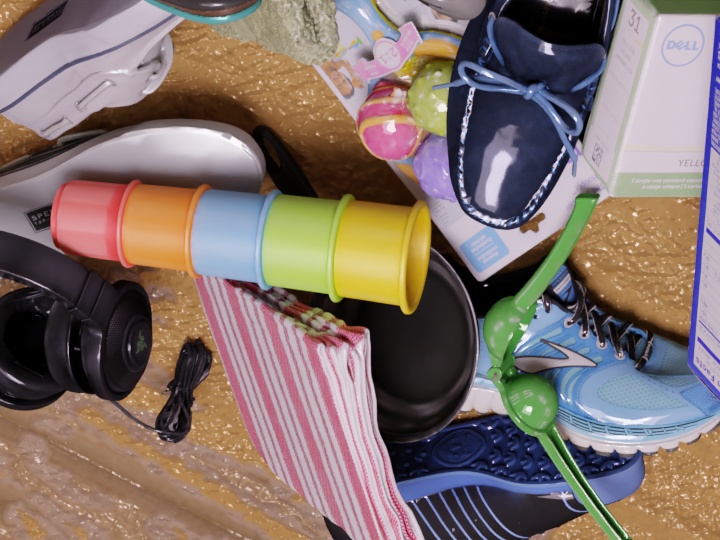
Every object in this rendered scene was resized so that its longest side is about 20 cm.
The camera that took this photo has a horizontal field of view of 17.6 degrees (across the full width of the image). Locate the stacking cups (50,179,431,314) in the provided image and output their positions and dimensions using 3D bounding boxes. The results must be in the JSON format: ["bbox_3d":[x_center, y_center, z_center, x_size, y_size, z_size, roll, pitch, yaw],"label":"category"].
[{"bbox_3d":[-0.064,-0.021,1.235,0.199,0.061,0.061,9,120,15],"label":"stacking cups"}]

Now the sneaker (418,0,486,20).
[{"bbox_3d":[0.009,-0.208,1.134,0.079,0.075,0.200,-41,68,13],"label":"sneaker"}]

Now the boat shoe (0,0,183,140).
[{"bbox_3d":[-0.131,-0.122,1.244,0.065,0.074,0.200,38,149,-24],"label":"boat shoe"}]

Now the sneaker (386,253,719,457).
[{"bbox_3d":[0.113,0.040,1.277,0.199,0.078,0.090,11,117,9],"label":"sneaker"}]

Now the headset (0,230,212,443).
[{"bbox_3d":[-0.160,0.030,1.302,0.123,0.094,0.200,-8,140,41],"label":"headset"}]

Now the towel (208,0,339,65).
[{"bbox_3d":[-0.073,-0.202,1.170,0.036,0.148,0.201,-28,113,-17],"label":"towel"}]

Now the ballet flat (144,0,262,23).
[{"bbox_3d":[-0.109,-0.182,1.136,0.068,0.200,0.069,-22,124,-22],"label":"ballet flat"}]

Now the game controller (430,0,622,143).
[{"bbox_3d":[0.087,-0.135,1.203,0.104,0.042,0.201,5,120,26],"label":"game controller"}]

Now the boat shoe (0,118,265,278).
[{"bbox_3d":[-0.142,-0.051,1.301,0.199,0.064,0.071,-12,116,20],"label":"boat shoe"}]

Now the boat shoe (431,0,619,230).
[{"bbox_3d":[0.082,-0.115,1.132,0.084,0.069,0.201,9,104,-3],"label":"boat shoe"}]

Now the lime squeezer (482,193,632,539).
[{"bbox_3d":[0.102,0.053,1.233,0.070,0.038,0.201,-3,110,12],"label":"lime squeezer"}]

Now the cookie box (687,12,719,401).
[{"bbox_3d":[0.251,-0.034,1.103,0.170,0.075,0.201,-13,126,-16],"label":"cookie box"}]

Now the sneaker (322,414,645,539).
[{"bbox_3d":[0.074,0.134,1.349,0.199,0.070,0.078,-6,125,22],"label":"sneaker"}]

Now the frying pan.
[{"bbox_3d":[-0.006,0.015,1.286,0.190,0.031,0.115,38,117,28],"label":"frying pan"}]

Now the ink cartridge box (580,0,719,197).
[{"bbox_3d":[0.200,-0.132,1.141,0.145,0.048,0.201,-1,124,-21],"label":"ink cartridge box"}]

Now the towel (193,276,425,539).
[{"bbox_3d":[-0.031,0.070,1.290,0.030,0.200,0.147,-25,116,-18],"label":"towel"}]

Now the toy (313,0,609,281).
[{"bbox_3d":[0.027,-0.089,1.210,0.200,0.047,0.115,55,137,0],"label":"toy"}]
